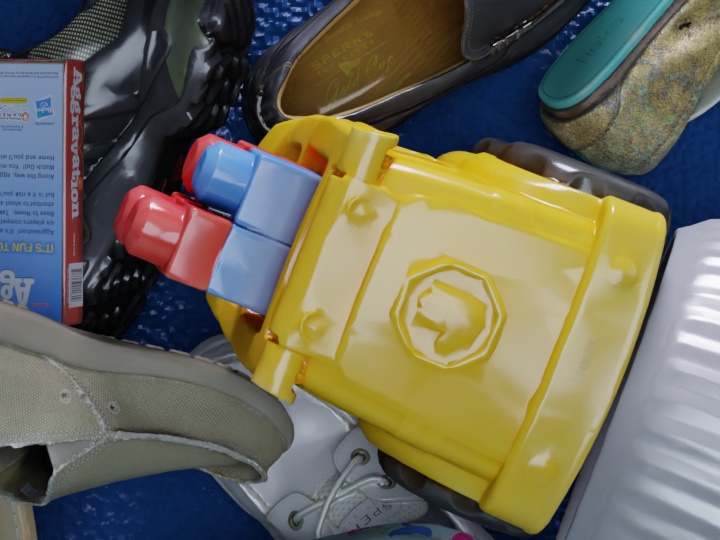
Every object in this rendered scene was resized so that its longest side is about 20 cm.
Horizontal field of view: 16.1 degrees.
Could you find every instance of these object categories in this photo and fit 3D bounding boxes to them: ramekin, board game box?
[{"bbox_3d":[0.144,0.075,0.998,0.104,0.200,0.202,22,92,5],"label":"ramekin"},{"bbox_3d":[-0.203,-0.033,1.017,0.198,0.019,0.104,2,93,20],"label":"board game box"}]

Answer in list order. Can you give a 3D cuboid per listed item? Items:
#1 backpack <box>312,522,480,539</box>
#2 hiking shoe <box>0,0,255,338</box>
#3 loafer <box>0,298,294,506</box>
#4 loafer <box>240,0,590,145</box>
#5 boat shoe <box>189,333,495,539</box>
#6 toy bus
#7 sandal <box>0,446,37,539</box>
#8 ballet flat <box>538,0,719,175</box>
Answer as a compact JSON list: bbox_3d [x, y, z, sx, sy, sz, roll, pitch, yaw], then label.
[{"bbox_3d":[-0.014,0.193,0.980,0.199,0.150,0.179,-18,93,28],"label":"backpack"},{"bbox_3d":[-0.122,-0.044,1.042,0.100,0.076,0.201,28,92,14],"label":"hiking shoe"},{"bbox_3d":[-0.112,0.057,0.963,0.199,0.075,0.069,19,79,-37],"label":"loafer"},{"bbox_3d":[0.040,-0.109,1.037,0.200,0.072,0.073,-40,93,-1],"label":"loafer"},{"bbox_3d":[0.005,0.101,1.050,0.200,0.069,0.071,40,93,-4],"label":"boat shoe"},{"bbox_3d":[0.000,0.000,0.969,0.191,0.200,0.137,20,94,-11],"label":"toy bus"},{"bbox_3d":[-0.170,0.143,1.018,0.069,0.077,0.214,-15,110,-28],"label":"sandal"},{"bbox_3d":[0.154,-0.122,1.053,0.071,0.071,0.200,40,90,-5],"label":"ballet flat"}]
